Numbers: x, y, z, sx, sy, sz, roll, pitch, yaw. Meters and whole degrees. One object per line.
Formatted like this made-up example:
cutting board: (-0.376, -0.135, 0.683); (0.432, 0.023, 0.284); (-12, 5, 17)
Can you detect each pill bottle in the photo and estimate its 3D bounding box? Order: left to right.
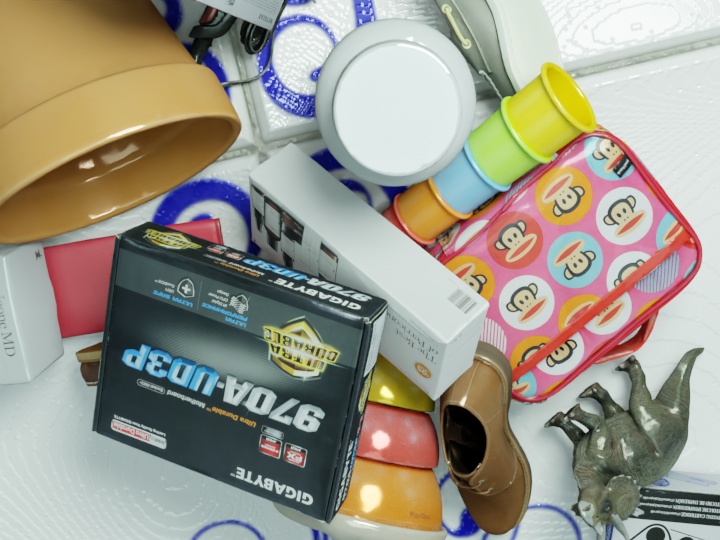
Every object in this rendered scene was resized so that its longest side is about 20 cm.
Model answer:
pill bottle: (0.023, -0.120, 0.748); (0.109, 0.200, 0.113); (0, 102, 0)

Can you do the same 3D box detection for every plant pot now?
plant pot: (-0.201, -0.125, 0.758); (0.198, 0.200, 0.142); (-25, 86, 5)

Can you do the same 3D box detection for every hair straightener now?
hair straightener: (-0.068, -0.218, 0.805); (0.076, 0.041, 0.202); (28, 100, -7)

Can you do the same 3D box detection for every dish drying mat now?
dish drying mat: (-0.204, 0.010, 0.867); (0.197, 0.018, 0.078); (-10, 102, 1)

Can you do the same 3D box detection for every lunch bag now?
lunch bag: (0.161, 0.003, 0.844); (0.200, 0.082, 0.176); (-41, 104, 10)

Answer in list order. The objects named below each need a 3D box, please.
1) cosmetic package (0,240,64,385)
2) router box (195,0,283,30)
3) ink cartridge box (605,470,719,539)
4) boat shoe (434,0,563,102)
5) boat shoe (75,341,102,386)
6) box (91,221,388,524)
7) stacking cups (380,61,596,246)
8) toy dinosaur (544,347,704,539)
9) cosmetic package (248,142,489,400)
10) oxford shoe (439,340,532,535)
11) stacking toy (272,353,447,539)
cosmetic package: (-0.344, 0.037, 0.831); (0.197, 0.071, 0.103); (-6, 104, 8)
router box: (-0.154, -0.229, 0.702); (0.178, 0.200, 0.049); (28, 101, 10)
ink cartridge box: (0.306, 0.225, 0.910); (0.197, 0.044, 0.096); (5, 104, -2)
boat shoe: (0.094, -0.194, 0.805); (0.060, 0.072, 0.203); (-7, 122, 42)
boat shoe: (-0.126, 0.074, 0.855); (0.197, 0.070, 0.071); (-10, 99, 1)
box: (-0.090, 0.070, 0.762); (0.197, 0.046, 0.161); (18, 111, 15)
stacking cups: (0.085, -0.072, 0.807); (0.061, 0.061, 0.199); (45, 125, -10)
toy dinosaur: (0.218, 0.138, 0.869); (0.199, 0.077, 0.103); (-34, 82, -29)
cosmetic package: (0.000, 0.000, 0.786); (0.199, 0.083, 0.051); (40, 63, 22)
oxford shoe: (0.091, 0.152, 0.851); (0.070, 0.072, 0.202); (4, 131, 25)
stacking toy: (0.017, 0.113, 0.857); (0.144, 0.146, 0.203); (14, 84, -4)
